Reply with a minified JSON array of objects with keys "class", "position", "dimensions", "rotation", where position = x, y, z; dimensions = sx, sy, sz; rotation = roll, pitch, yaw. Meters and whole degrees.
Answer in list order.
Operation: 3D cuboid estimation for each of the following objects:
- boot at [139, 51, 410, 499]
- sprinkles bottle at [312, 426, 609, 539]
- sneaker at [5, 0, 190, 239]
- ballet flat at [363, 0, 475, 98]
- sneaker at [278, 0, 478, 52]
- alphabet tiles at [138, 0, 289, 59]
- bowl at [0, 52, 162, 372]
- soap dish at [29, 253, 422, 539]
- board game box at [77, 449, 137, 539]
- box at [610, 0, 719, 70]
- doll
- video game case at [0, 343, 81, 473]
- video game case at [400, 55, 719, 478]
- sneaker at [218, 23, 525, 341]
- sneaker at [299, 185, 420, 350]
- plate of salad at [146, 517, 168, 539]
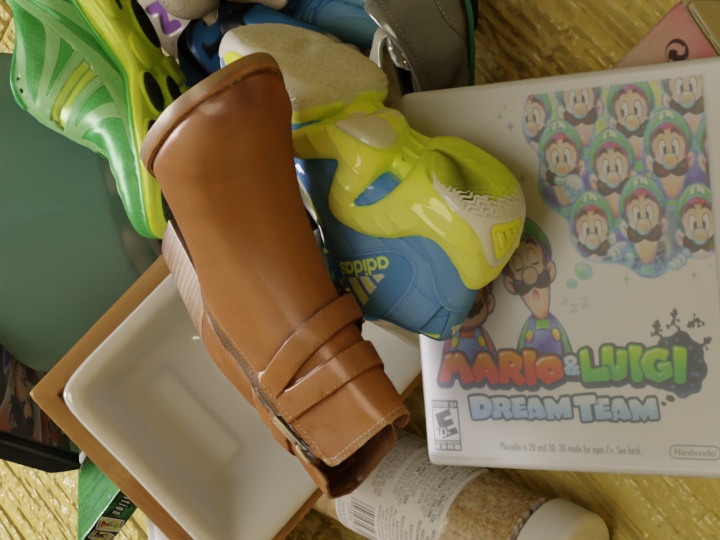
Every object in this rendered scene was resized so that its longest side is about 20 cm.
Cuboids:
[{"class":"boot","position":[-0.030,0.006,0.843],"dimensions":[0.155,0.073,0.200],"rotation":[56,163,20]},{"class":"sprinkles bottle","position":[0.044,0.136,1.078],"dimensions":[0.199,0.068,0.069],"rotation":[21,111,35]},{"class":"sneaker","position":[-0.147,-0.099,1.059],"dimensions":[0.083,0.074,0.201],"rotation":[-33,70,21]},{"class":"ballet flat","position":[0.036,-0.063,1.014],"dimensions":[0.067,0.063,0.202],"rotation":[-128,24,-57]},{"class":"sneaker","position":[-0.013,-0.148,1.087],"dimensions":[0.199,0.078,0.091],"rotation":[15,128,37]},{"class":"alphabet tiles","position":[-0.129,-0.212,1.057],"dimensions":[0.199,0.015,0.196],"rotation":[-19,117,49]},{"class":"bowl","position":[-0.159,-0.045,1.152],"dimensions":[0.104,0.201,0.203],"rotation":[-11,91,17]},{"class":"soap dish","position":[-0.065,0.053,1.047],"dimensions":[0.157,0.200,0.081],"rotation":[47,161,-12]},{"class":"board game box","position":[-0.130,0.082,1.204],"dimensions":[0.200,0.023,0.105],"rotation":[-51,32,33]},{"class":"box","position":[0.151,-0.029,0.924],"dimensions":[0.200,0.127,0.109],"rotation":[-45,69,35]},{"class":"doll","position":[-0.046,-0.099,1.063],"dimensions":[0.136,0.049,0.201],"rotation":[-15,118,48]},{"class":"video game case","position":[-0.221,0.027,1.182],"dimensions":[0.025,0.200,0.183],"rotation":[-8,78,6]},{"class":"video game case","position":[0.105,0.001,0.867],"dimensions":[0.199,0.024,0.184],"rotation":[-2,94,41]},{"class":"sneaker","position":[-0.010,-0.038,0.901],"dimensions":[0.200,0.075,0.106],"rotation":[41,126,38]},{"class":"sneaker","position":[0.000,0.000,0.979],"dimensions":[0.199,0.087,0.075],"rotation":[34,123,-9]},{"class":"plate of salad","position":[-0.086,0.165,1.196],"dimensions":[0.199,0.048,0.202],"rotation":[11,102,60]}]
